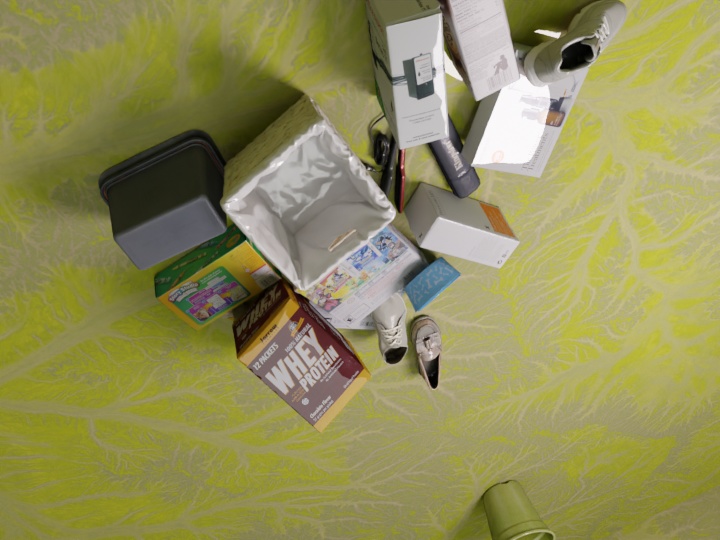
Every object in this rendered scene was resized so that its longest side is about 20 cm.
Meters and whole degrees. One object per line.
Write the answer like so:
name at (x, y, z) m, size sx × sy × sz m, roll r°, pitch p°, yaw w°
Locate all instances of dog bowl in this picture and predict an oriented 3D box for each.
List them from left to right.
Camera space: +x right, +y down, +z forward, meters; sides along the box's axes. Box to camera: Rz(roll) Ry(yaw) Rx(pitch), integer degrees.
dog bowl at (0.135, 0.025, 1.401) m, size 0.111 × 0.050 × 0.200 m, roll -41°, pitch 173°, yaw 5°

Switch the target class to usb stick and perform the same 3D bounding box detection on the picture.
usb stick at (0.156, -0.201, 1.273) m, size 0.055 × 0.033 × 0.201 m, roll -29°, pitch 135°, yaw 8°

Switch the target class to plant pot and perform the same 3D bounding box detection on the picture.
plant pot at (0.455, 0.746, 2.201) m, size 0.195 × 0.187 × 0.204 m, roll -11°, pitch 137°, yaw -10°

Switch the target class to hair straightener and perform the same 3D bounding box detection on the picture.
hair straightener at (0.043, -0.179, 1.245) m, size 0.075 × 0.041 × 0.203 m, roll -8°, pitch 135°, yaw -13°

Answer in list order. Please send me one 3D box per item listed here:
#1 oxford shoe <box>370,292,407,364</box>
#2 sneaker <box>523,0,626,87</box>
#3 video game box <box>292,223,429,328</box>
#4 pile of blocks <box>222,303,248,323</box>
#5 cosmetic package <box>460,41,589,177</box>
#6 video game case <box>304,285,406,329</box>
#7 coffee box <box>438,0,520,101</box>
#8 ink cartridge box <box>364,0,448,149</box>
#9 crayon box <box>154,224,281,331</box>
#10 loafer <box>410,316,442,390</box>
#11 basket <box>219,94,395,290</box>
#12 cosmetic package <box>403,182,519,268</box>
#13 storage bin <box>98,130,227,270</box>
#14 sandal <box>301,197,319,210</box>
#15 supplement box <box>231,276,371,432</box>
oxford shoe at (0.062, 0.115, 1.466) m, size 0.073 × 0.059 × 0.203 m, roll -12°, pitch 135°, yaw -5°
sneaker at (0.348, -0.346, 1.123) m, size 0.199 × 0.092 × 0.076 m, roll -40°, pitch 114°, yaw -11°
video game box at (0.000, 0.000, 1.326) m, size 0.199 × 0.047 × 0.181 m, roll -38°, pitch 140°, yaw 13°
pile of blocks at (-0.193, 0.120, 1.434) m, size 0.197 × 0.063 × 0.082 m, roll 21°, pitch 123°, yaw -35°
cosmetic package at (0.271, -0.264, 1.224) m, size 0.147 × 0.052 × 0.204 m, roll 5°, pitch 122°, yaw -22°
video game case at (-0.009, 0.036, 1.433) m, size 0.195 × 0.046 × 0.184 m, roll 4°, pitch 132°, yaw -24°
coffee box at (0.157, -0.366, 1.054) m, size 0.078 × 0.115 × 0.202 m, roll -24°, pitch 136°, yaw 5°
ink cartridge box at (0.066, -0.305, 1.056) m, size 0.081 × 0.149 × 0.203 m, roll -14°, pitch 135°, yaw -4°
crayon box at (-0.253, 0.012, 1.309) m, size 0.197 × 0.059 × 0.119 m, roll -31°, pitch 135°, yaw 10°
loafer at (0.155, 0.185, 1.628) m, size 0.070 × 0.064 × 0.203 m, roll -16°, pitch 136°, yaw -5°
basket at (-0.083, -0.121, 1.126) m, size 0.197 × 0.162 × 0.201 m, roll -37°, pitch 118°, yaw 10°
cosmetic package at (0.186, -0.081, 1.352) m, size 0.196 × 0.103 × 0.072 m, roll 12°, pitch 128°, yaw -31°
storage bin at (-0.293, -0.092, 1.138) m, size 0.196 × 0.136 × 0.147 m, roll -23°, pitch 137°, yaw 4°
sandal at (-0.037, -0.090, 1.296) m, size 0.196 × 0.055 × 0.083 m, roll 7°, pitch 121°, yaw -36°
supplement box at (-0.110, 0.140, 1.304) m, size 0.133 × 0.197 × 0.200 m, roll -46°, pitch 107°, yaw 0°
